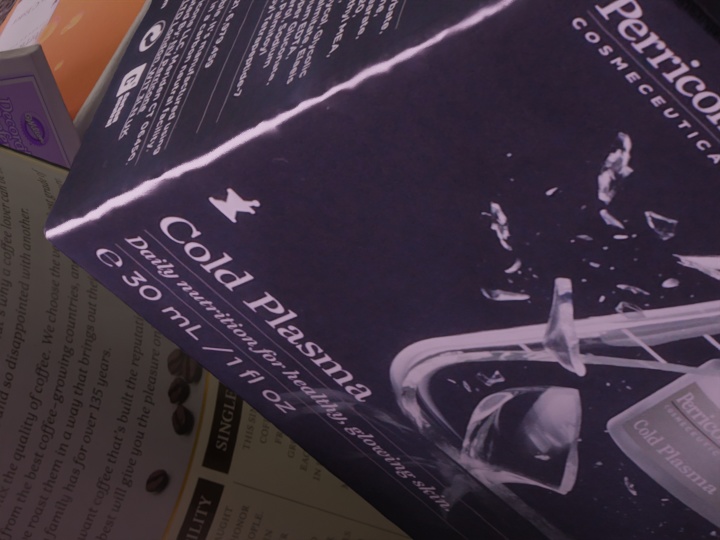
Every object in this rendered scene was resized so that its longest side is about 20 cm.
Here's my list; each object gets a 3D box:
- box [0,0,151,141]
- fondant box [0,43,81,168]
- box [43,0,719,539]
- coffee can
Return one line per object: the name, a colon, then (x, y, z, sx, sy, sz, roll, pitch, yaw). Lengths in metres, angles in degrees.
box: (-0.080, -0.062, 1.169, 0.152, 0.106, 0.200, -19, 35, 50)
fondant box: (-0.169, 0.027, 1.062, 0.200, 0.145, 0.058, -27, -7, 34)
box: (0.072, -0.020, 0.696, 0.196, 0.200, 0.124, -25, 33, 45)
coffee can: (-0.084, 0.046, 0.824, 0.146, 0.200, 0.147, -38, 42, 44)
